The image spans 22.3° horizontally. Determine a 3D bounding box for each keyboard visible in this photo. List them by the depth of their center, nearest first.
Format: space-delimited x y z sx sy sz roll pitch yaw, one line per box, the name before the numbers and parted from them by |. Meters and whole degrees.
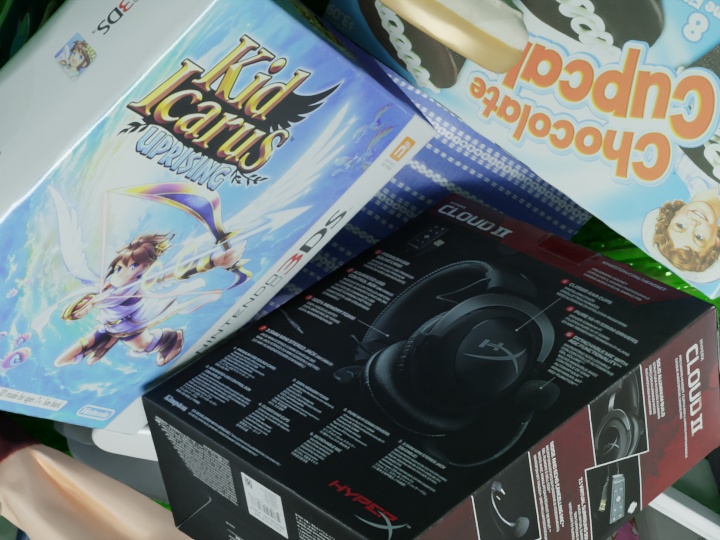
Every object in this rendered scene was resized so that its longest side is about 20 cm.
keyboard | 0.132 0.089 0.860 0.200 0.056 0.011 31 117 -23

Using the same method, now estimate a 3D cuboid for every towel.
towel | 0.000 0.000 0.835 0.145 0.024 0.200 29 118 -18

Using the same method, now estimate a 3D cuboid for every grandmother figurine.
grandmother figurine | -0.160 0.091 0.842 0.200 0.121 0.061 37 85 7

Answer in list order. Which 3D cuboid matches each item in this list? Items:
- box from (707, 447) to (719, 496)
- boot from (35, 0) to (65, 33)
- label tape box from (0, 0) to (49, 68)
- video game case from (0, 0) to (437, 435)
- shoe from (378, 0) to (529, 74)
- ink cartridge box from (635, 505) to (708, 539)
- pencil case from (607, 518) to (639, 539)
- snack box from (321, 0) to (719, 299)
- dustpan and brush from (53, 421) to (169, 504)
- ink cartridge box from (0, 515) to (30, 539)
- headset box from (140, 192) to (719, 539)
box | 0.227 0.045 0.795 0.114 0.132 0.200 0 123 -1
boot | -0.079 -0.070 0.713 0.070 0.146 0.200 25 118 18
label tape box | -0.172 -0.028 0.747 0.066 0.143 0.200 6 122 -3
video game case | -0.077 -0.024 0.660 0.181 0.200 0.045 -46 69 8
shoe | -0.004 -0.156 0.677 0.200 0.070 0.053 47 110 4
ink cartridge box | 0.147 0.222 0.868 0.084 0.200 0.145 19 121 -11
pencil case | 0.083 0.140 0.818 0.086 0.200 0.083 -23 120 15
snack box | 0.090 -0.094 0.707 0.200 0.037 0.116 37 121 17
dustpan and brush | -0.051 0.080 0.831 0.200 0.057 0.140 11 142 1
ink cartridge box | -0.152 0.211 0.942 0.136 0.076 0.200 -32 118 19
headset box | 0.038 0.055 0.737 0.200 0.149 0.077 -33 131 -31
